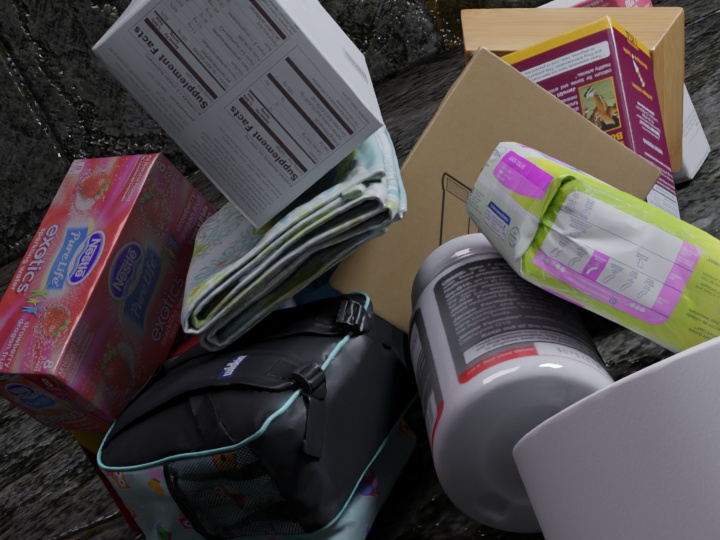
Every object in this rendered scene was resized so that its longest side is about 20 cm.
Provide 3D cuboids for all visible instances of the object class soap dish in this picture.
[{"bbox_3d":[0.189,-0.157,1.027,0.199,0.158,0.081,4,35,21],"label":"soap dish"}]

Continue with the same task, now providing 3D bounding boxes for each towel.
[{"bbox_3d":[-0.050,-0.040,0.800,0.171,0.048,0.200,-35,20,12],"label":"towel"}]

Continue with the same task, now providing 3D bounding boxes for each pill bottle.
[{"bbox_3d":[0.090,0.059,0.709,0.114,0.114,0.200,-25,25,8],"label":"pill bottle"}]

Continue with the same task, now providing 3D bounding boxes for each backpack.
[{"bbox_3d":[-0.071,0.117,0.773,0.199,0.154,0.176,-10,28,32],"label":"backpack"}]

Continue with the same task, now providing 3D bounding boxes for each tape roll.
[{"bbox_3d":[0.168,0.073,0.474,0.202,0.071,0.203,-17,-19,-6],"label":"tape roll"}]

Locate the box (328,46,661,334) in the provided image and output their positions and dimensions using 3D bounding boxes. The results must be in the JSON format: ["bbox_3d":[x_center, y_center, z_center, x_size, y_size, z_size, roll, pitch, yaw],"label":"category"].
[{"bbox_3d":[0.097,-0.032,0.815,0.200,0.163,0.021,-57,8,6],"label":"box"}]

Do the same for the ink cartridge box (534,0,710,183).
[{"bbox_3d":[0.235,-0.171,1.114,0.145,0.201,0.085,-17,19,36],"label":"ink cartridge box"}]

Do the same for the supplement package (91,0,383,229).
[{"bbox_3d":[-0.079,-0.148,0.783,0.111,0.156,0.200,-38,20,12],"label":"supplement package"}]

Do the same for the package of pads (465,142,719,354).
[{"bbox_3d":[0.173,-0.004,0.687,0.068,0.199,0.155,-63,12,10],"label":"package of pads"}]

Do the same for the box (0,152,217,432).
[{"bbox_3d":[-0.200,0.016,0.878,0.102,0.095,0.201,0,57,34],"label":"box"}]

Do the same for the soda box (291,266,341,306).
[{"bbox_3d":[0.000,0.000,0.913,0.199,0.068,0.064,-3,20,34],"label":"soda box"}]

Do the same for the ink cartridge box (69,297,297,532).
[{"bbox_3d":[-0.135,0.095,0.921,0.199,0.176,0.084,-23,15,20],"label":"ink cartridge box"}]

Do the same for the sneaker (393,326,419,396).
[{"bbox_3d":[0.023,0.053,0.969,0.115,0.076,0.201,-29,29,-7],"label":"sneaker"}]

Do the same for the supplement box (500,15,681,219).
[{"bbox_3d":[0.182,-0.083,0.902,0.110,0.201,0.086,-17,-18,33],"label":"supplement box"}]
